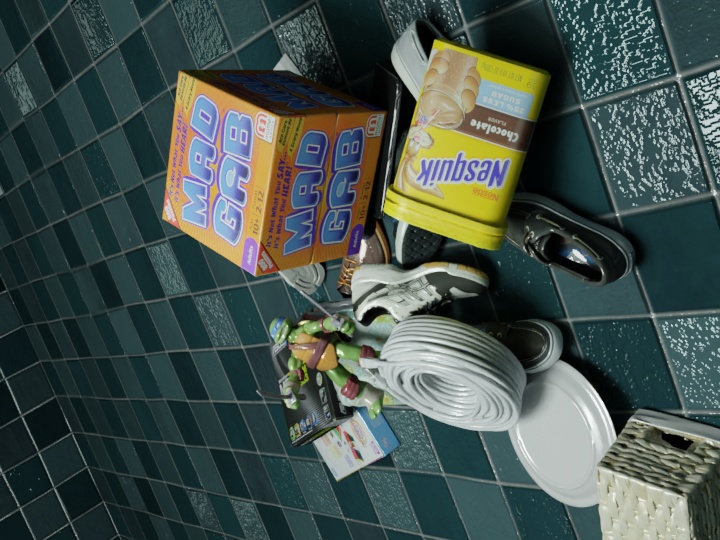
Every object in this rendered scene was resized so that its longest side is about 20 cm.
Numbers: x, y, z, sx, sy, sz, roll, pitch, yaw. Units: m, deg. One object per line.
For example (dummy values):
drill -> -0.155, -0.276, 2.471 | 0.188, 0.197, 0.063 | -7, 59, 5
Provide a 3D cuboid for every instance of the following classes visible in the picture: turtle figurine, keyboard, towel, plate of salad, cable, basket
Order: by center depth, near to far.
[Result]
basket -> 0.362, 0.290, 1.075 | 0.134, 0.122, 0.204 | 12, 121, 46
plate of salad -> 0.266, 0.208, 1.200 | 0.199, 0.047, 0.205 | 29, 127, 48
cable -> 0.121, 0.138, 1.202 | 0.199, 0.070, 0.198 | 40, 147, -24
keyboard -> 0.021, -0.182, 1.245 | 0.127, 0.020, 0.204 | -130, 41, -52
turtle figurine -> -0.043, 0.137, 1.272 | 0.191, 0.147, 0.200 | 25, 169, -9
towel -> 0.029, 0.121, 1.360 | 0.196, 0.048, 0.175 | -7, 111, 30

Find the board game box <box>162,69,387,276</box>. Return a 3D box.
board game box -> -0.115, -0.138, 1.204 | 0.198, 0.198, 0.204 | 28, 117, 35

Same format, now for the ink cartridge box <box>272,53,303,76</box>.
ink cartridge box -> -0.100, -0.199, 1.408 | 0.174, 0.043, 0.201 | -44, 76, 28

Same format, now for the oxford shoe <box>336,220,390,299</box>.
oxford shoe -> 0.000, 0.000, 1.383 | 0.071, 0.072, 0.204 | 18, 126, 45

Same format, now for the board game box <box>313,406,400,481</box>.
board game box -> -0.027, 0.280, 1.631 | 0.155, 0.040, 0.200 | 58, 145, 6

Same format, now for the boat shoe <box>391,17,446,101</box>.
boat shoe -> 0.111, -0.217, 1.101 | 0.202, 0.069, 0.072 | 54, 146, 13

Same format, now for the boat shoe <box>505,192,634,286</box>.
boat shoe -> 0.224, -0.038, 1.075 | 0.198, 0.056, 0.070 | 25, 131, 40

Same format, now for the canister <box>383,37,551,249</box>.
canister -> 0.121, -0.145, 1.039 | 0.145, 0.087, 0.204 | 18, 105, 6

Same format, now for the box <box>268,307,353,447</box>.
box -> -0.090, 0.188, 1.593 | 0.200, 0.047, 0.197 | -40, 61, 55

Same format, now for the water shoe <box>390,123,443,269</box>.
water shoe -> 0.074, -0.100, 1.245 | 0.079, 0.070, 0.204 | -126, 34, -50

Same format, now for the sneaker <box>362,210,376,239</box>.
sneaker -> -0.048, -0.121, 1.328 | 0.078, 0.065, 0.202 | -38, 76, 31

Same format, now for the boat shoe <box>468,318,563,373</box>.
boat shoe -> 0.182, 0.101, 1.217 | 0.198, 0.056, 0.070 | -9, 79, 55

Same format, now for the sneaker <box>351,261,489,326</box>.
sneaker -> 0.080, 0.040, 1.246 | 0.196, 0.076, 0.090 | -3, 70, 24

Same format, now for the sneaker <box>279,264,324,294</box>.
sneaker -> -0.137, -0.045, 1.491 | 0.080, 0.076, 0.202 | 37, 161, 54
